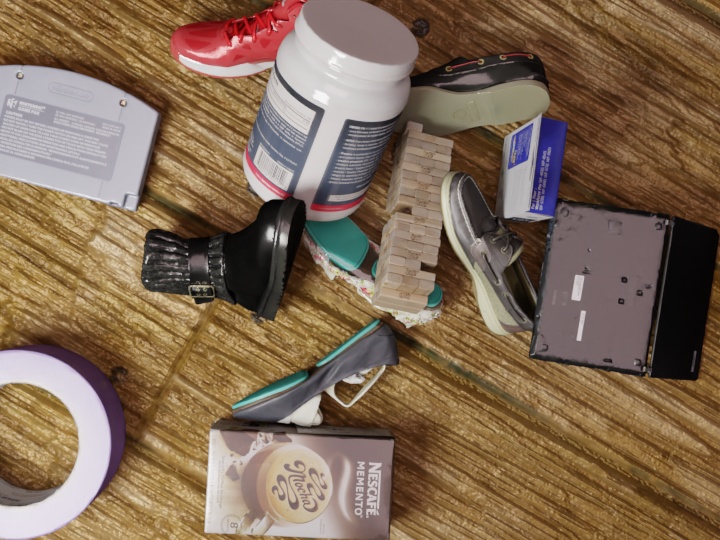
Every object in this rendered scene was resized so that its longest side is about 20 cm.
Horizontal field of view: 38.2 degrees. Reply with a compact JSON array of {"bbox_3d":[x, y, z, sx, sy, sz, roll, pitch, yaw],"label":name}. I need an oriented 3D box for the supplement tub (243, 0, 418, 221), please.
[{"bbox_3d":[-0.032,-0.164,1.072,0.140,0.140,0.200,24,128,-2],"label":"supplement tub"}]

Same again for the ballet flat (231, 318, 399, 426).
[{"bbox_3d":[-0.043,0.130,1.149,0.200,0.073,0.073,-30,91,-4],"label":"ballet flat"}]

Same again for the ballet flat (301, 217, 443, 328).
[{"bbox_3d":[0.000,0.000,1.151,0.200,0.064,0.076,37,49,0],"label":"ballet flat"}]

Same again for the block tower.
[{"bbox_3d":[0.057,-0.058,1.123,0.058,0.054,0.201,12,68,-12],"label":"block tower"}]

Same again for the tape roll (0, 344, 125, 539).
[{"bbox_3d":[-0.362,0.182,1.129,0.199,0.085,0.201,0,90,-3],"label":"tape roll"}]

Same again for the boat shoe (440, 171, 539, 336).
[{"bbox_3d":[0.147,-0.020,1.126,0.066,0.072,0.201,-7,116,36],"label":"boat shoe"}]

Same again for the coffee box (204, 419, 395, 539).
[{"bbox_3d":[-0.065,0.228,1.141,0.199,0.080,0.113,3,89,-2],"label":"coffee box"}]

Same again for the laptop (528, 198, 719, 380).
[{"bbox_3d":[0.297,0.024,1.157,0.199,0.103,0.178,8,89,7],"label":"laptop"}]

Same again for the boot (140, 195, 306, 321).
[{"bbox_3d":[-0.148,-0.021,1.085,0.157,0.211,0.080,18,56,-4],"label":"boot"}]

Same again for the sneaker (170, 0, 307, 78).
[{"bbox_3d":[-0.103,-0.269,1.114,0.199,0.116,0.079,-2,59,-10],"label":"sneaker"}]

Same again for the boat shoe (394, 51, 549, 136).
[{"bbox_3d":[0.108,-0.198,1.158,0.201,0.074,0.063,-7,54,8],"label":"boat shoe"}]

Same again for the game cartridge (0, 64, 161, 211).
[{"bbox_3d":[-0.328,-0.153,1.155,0.199,0.040,0.134,15,93,-2],"label":"game cartridge"}]

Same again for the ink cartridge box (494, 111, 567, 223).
[{"bbox_3d":[0.179,-0.102,1.089,0.039,0.200,0.100,8,91,-1],"label":"ink cartridge box"}]
